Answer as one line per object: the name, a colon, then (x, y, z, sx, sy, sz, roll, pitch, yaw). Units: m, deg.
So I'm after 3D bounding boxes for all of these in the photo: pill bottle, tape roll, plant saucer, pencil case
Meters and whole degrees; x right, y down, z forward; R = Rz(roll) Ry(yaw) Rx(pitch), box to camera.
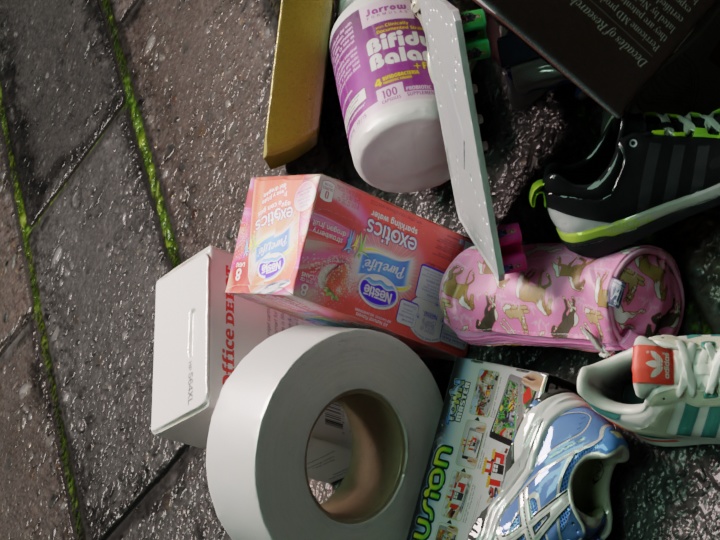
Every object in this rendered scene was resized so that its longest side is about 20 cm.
pill bottle: (0.032, -0.178, 1.445, 0.112, 0.112, 0.202, -40, 46, 33)
tape roll: (-0.023, 0.146, 1.291, 0.070, 0.201, 0.205, 1, 74, 50)
plant saucer: (-0.055, -0.198, 1.538, 0.200, 0.048, 0.202, -161, 79, -89)
pencil case: (0.149, 0.021, 1.232, 0.199, 0.086, 0.084, 3, 106, 52)

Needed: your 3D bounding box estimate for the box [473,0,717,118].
box: (0.166, -0.253, 1.151, 0.200, 0.164, 0.166, -51, 24, 9)

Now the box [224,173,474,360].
box: (0.000, 0.000, 1.328, 0.094, 0.199, 0.104, 1, 75, 49)

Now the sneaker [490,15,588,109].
sneaker: (0.115, -0.209, 1.321, 0.198, 0.081, 0.148, 14, 101, 15)

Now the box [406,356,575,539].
box: (0.095, 0.174, 1.265, 0.110, 0.035, 0.202, 8, 80, 53)

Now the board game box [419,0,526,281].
board game box: (0.085, -0.115, 1.246, 0.200, 0.026, 0.202, -110, 9, -73)

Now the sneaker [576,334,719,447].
sneaker: (0.233, 0.077, 1.088, 0.199, 0.093, 0.071, -13, 63, 48)

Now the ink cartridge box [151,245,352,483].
ink cartridge box: (-0.077, 0.084, 1.386, 0.084, 0.199, 0.147, -28, 52, 40)

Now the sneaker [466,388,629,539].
sneaker: (0.132, 0.190, 1.167, 0.077, 0.075, 0.202, 27, 104, 46)

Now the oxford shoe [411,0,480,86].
oxford shoe: (0.069, -0.238, 1.402, 0.057, 0.075, 0.202, -10, 59, 23)

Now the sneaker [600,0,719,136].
sneaker: (0.241, -0.178, 1.227, 0.200, 0.075, 0.106, -51, 35, 9)

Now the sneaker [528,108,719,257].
sneaker: (0.215, -0.082, 1.144, 0.199, 0.083, 0.072, -29, 23, 9)

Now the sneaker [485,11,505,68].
sneaker: (0.123, -0.281, 1.388, 0.075, 0.104, 0.202, 3, 77, 50)
